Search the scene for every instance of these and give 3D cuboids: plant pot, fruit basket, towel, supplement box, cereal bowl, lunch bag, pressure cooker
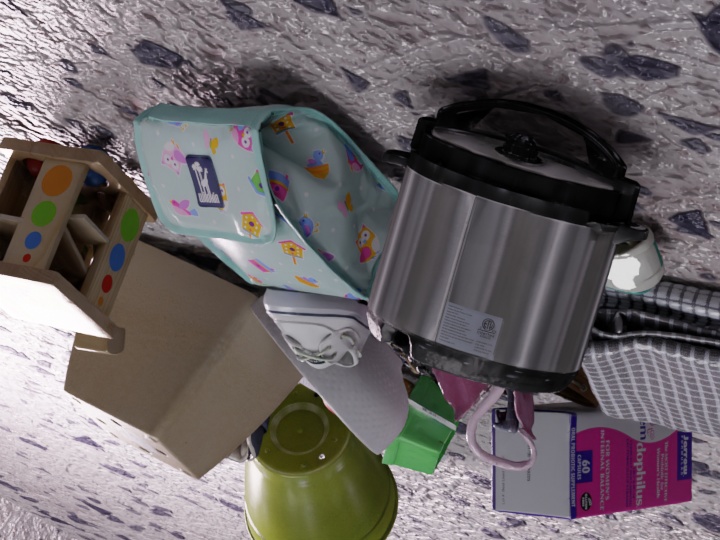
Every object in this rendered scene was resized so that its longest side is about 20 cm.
[{"bbox_3d":[-0.204,0.104,2.109,0.199,0.178,0.200,24,164,26],"label":"plant pot"},{"bbox_3d":[0.019,0.142,2.210,0.199,0.094,0.185,34,163,10],"label":"fruit basket"},{"bbox_3d":[0.284,0.085,1.740,0.164,0.086,0.200,12,159,23],"label":"towel"},{"bbox_3d":[0.229,0.182,1.919,0.103,0.102,0.199,0,-179,44],"label":"supplement box"},{"bbox_3d":[-0.018,0.085,1.976,0.200,0.083,0.200,49,179,1],"label":"cereal bowl"},{"bbox_3d":[-0.081,-0.070,1.642,0.170,0.123,0.200,8,154,46],"label":"lunch bag"},{"bbox_3d":[-0.060,0.242,2.407,0.199,0.201,0.194,15,148,17],"label":"plant pot"},{"bbox_3d":[0.109,-0.025,1.468,0.175,0.202,0.178,9,-168,-32],"label":"pressure cooker"}]

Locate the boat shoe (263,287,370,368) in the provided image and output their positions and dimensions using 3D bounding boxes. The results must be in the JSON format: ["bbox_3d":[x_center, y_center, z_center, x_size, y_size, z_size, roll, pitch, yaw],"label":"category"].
[{"bbox_3d":[-0.032,0.057,1.788,0.073,0.067,0.200,5,176,24],"label":"boat shoe"}]

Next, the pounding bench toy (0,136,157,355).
[{"bbox_3d":[-0.276,-0.024,1.916,0.123,0.157,0.200,10,158,27],"label":"pounding bench toy"}]

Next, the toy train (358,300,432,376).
[{"bbox_3d":[0.035,0.058,2.005,0.046,0.034,0.200,23,164,30],"label":"toy train"}]

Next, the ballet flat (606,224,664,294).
[{"bbox_3d":[0.153,-0.030,1.614,0.198,0.070,0.070,10,159,17],"label":"ballet flat"}]

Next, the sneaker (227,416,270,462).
[{"bbox_3d":[-0.141,0.155,2.288,0.076,0.147,0.202,20,163,-4],"label":"sneaker"}]

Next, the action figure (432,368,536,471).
[{"bbox_3d":[0.126,0.050,1.714,0.133,0.150,0.201,15,130,-12],"label":"action figure"}]

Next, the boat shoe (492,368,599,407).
[{"bbox_3d":[0.150,0.080,1.882,0.198,0.074,0.076,14,160,19],"label":"boat shoe"}]
